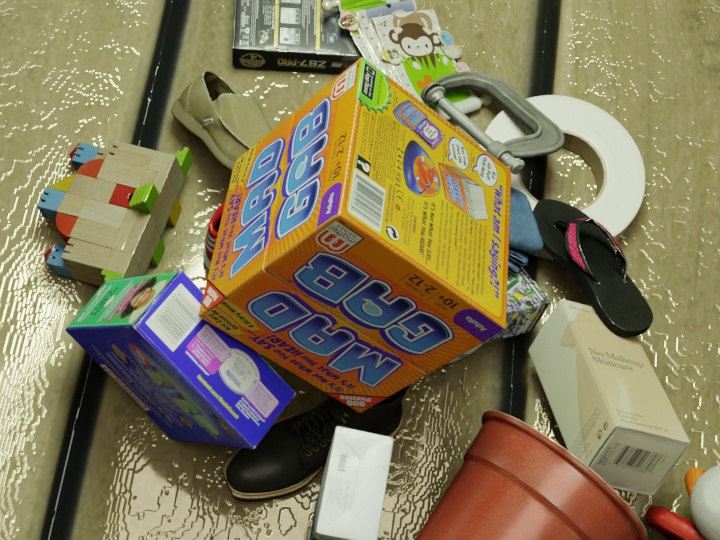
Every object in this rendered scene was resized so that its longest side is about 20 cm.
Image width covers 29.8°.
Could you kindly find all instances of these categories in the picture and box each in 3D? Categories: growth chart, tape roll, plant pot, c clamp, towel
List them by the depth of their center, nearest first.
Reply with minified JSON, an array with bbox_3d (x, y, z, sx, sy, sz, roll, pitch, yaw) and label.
[{"bbox_3d":[0.142,0.276,1.325,0.200,0.201,0.195,38,76,10],"label":"plant pot"},{"bbox_3d":[0.097,-0.072,1.454,0.199,0.049,0.112,19,38,-23],"label":"towel"},{"bbox_3d":[0.139,-0.170,1.523,0.170,0.027,0.200,-11,43,-26],"label":"c clamp"},{"bbox_3d":[0.229,-0.109,1.574,0.201,0.037,0.204,2,67,-5],"label":"tape roll"},{"bbox_3d":[0.060,-0.258,1.600,0.144,0.018,0.200,-31,83,-33],"label":"growth chart"}]

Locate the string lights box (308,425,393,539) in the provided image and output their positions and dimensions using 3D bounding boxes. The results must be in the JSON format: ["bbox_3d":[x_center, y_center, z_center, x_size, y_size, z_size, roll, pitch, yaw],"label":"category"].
[{"bbox_3d":[-0.014,0.231,1.312,0.059,0.200,0.103,11,67,-1],"label":"string lights box"}]

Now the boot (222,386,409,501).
[{"bbox_3d":[-0.046,0.158,1.374,0.199,0.138,0.078,-26,72,-15],"label":"boot"}]

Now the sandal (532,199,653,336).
[{"bbox_3d":[0.256,-0.015,1.468,0.075,0.045,0.200,-15,51,-22],"label":"sandal"}]

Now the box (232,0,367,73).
[{"bbox_3d":[-0.071,-0.337,1.632,0.160,0.049,0.201,1,67,-5],"label":"box"}]

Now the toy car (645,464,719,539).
[{"bbox_3d":[0.351,0.292,1.366,0.149,0.175,0.201,-1,62,31],"label":"toy car"}]

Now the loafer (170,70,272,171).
[{"bbox_3d":[-0.137,-0.160,1.499,0.200,0.068,0.076,36,24,31],"label":"loafer"}]

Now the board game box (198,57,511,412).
[{"bbox_3d":[0.001,-0.028,1.264,0.199,0.200,0.201,33,43,-26],"label":"board game box"}]

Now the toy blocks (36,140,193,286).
[{"bbox_3d":[-0.285,-0.065,1.478,0.136,0.100,0.201,14,66,13],"label":"toy blocks"}]

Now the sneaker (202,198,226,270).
[{"bbox_3d":[-0.074,-0.055,1.474,0.199,0.116,0.079,-23,71,-15],"label":"sneaker"}]

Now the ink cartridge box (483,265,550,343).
[{"bbox_3d":[0.095,0.027,1.441,0.199,0.050,0.109,-10,51,-39],"label":"ink cartridge box"}]

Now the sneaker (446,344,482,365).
[{"bbox_3d":[0.043,0.060,1.462,0.199,0.073,0.072,3,65,-8],"label":"sneaker"}]

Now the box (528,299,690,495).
[{"bbox_3d":[0.251,0.127,1.394,0.094,0.078,0.200,14,33,-22],"label":"box"}]

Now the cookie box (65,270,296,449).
[{"bbox_3d":[-0.181,0.088,1.326,0.171,0.200,0.075,49,65,-19],"label":"cookie box"}]
